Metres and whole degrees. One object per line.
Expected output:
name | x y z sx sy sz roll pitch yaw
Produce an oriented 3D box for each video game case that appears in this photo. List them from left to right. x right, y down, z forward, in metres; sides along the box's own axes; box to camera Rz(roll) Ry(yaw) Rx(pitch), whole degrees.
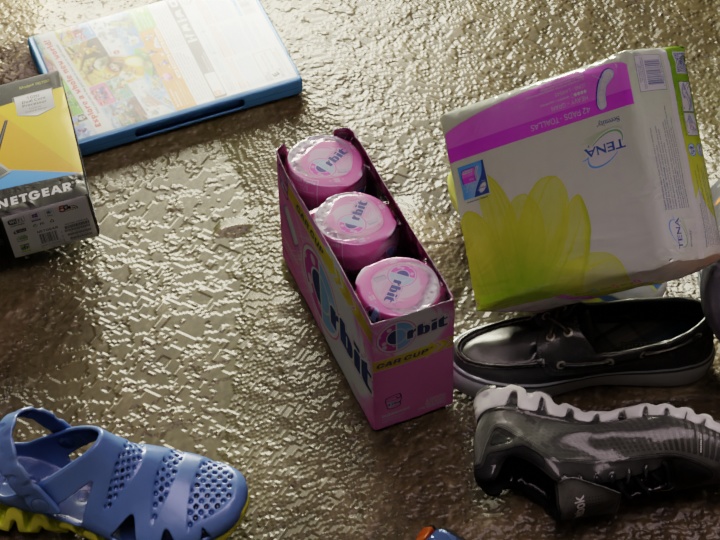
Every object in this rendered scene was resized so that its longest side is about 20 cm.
video game case | -0.164 -0.172 1.780 0.198 0.018 0.144 -17 50 -14

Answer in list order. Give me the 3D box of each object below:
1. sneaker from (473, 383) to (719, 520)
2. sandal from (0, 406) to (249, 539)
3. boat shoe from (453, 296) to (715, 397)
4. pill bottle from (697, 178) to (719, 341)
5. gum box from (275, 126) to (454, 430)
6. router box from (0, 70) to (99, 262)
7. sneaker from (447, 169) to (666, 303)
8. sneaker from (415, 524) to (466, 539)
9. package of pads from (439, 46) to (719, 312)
sneaker | 0.166 0.136 1.454 0.198 0.067 0.091 7 50 14
sandal | -0.174 0.142 1.445 0.198 0.088 0.080 5 46 4
boat shoe | 0.158 0.049 1.536 0.198 0.057 0.069 -4 47 -2
pill bottle | 0.289 0.001 1.492 0.105 0.107 0.200 3 19 5
gum box | 0.000 0.000 1.549 0.066 0.114 0.201 -18 49 -14
router box | -0.314 -0.067 1.657 0.198 0.051 0.150 -16 48 -5
sneaker | 0.144 -0.047 1.593 0.199 0.106 0.076 31 55 27
sneaker | 0.094 0.245 1.358 0.199 0.076 0.078 28 62 35
package of pads | 0.151 -0.056 1.483 0.068 0.199 0.156 -7 84 -41
